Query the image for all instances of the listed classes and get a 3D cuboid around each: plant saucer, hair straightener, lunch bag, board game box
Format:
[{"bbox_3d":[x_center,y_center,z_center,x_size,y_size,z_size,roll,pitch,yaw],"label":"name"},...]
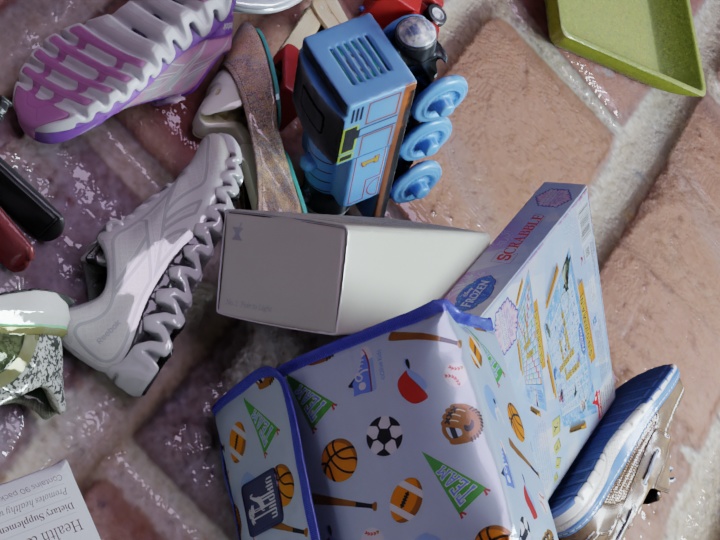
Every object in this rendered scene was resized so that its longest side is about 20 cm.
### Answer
[{"bbox_3d":[0.248,-0.274,1.476,0.198,0.048,0.202,16,56,-32],"label":"plant saucer"},{"bbox_3d":[-0.267,-0.093,0.964,0.200,0.041,0.077,45,46,-4],"label":"hair straightener"},{"bbox_3d":[0.004,0.133,0.947,0.124,0.198,0.172,26,46,-62],"label":"lunch bag"},{"bbox_3d":[0.128,0.068,1.117,0.200,0.041,0.202,-45,132,-45],"label":"board game box"}]

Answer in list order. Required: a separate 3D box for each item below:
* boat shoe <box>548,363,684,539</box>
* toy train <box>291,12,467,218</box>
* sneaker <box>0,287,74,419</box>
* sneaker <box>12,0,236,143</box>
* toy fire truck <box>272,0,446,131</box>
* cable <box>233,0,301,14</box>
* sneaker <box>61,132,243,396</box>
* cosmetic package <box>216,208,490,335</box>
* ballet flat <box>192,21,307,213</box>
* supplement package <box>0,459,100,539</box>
[{"bbox_3d":[0.214,0.158,1.197,0.073,0.072,0.200,51,55,-10],"label":"boat shoe"},{"bbox_3d":[0.006,-0.107,1.089,0.113,0.201,0.087,-21,65,-20],"label":"toy train"},{"bbox_3d":[-0.238,0.065,0.855,0.199,0.076,0.090,-9,80,-52],"label":"sneaker"},{"bbox_3d":[-0.157,-0.146,1.051,0.080,0.089,0.200,36,62,22],"label":"sneaker"},{"bbox_3d":[-0.006,-0.180,1.213,0.140,0.049,0.202,29,50,-22],"label":"toy fire truck"},{"bbox_3d":[-0.096,-0.300,1.145,0.199,0.069,0.203,-17,106,-42],"label":"cable"},{"bbox_3d":[-0.138,-0.018,0.992,0.080,0.075,0.202,26,60,-7],"label":"sneaker"},{"bbox_3d":[0.000,0.000,1.031,0.199,0.103,0.074,-1,99,-57],"label":"cosmetic package"},{"bbox_3d":[-0.086,-0.093,1.090,0.066,0.068,0.202,-7,69,-21],"label":"ballet flat"},{"bbox_3d":[-0.214,0.235,0.740,0.190,0.147,0.202,-17,77,-44],"label":"supplement package"}]
